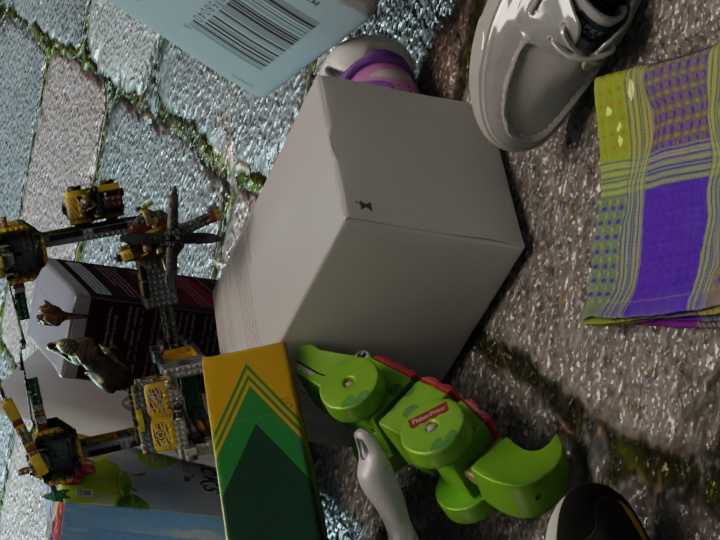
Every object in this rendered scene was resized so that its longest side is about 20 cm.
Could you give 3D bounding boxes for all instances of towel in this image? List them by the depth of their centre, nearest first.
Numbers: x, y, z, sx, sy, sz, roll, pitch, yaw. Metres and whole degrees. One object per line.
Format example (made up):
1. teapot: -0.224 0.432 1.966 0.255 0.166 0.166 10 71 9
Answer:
1. towel: 0.166 -0.043 1.099 0.200 0.023 0.145 175 101 -67

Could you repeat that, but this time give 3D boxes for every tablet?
1. tablet: -0.144 0.089 1.527 0.130 0.198 0.014 -51 -30 -62

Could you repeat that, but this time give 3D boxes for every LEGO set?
1. LEGO set: -0.158 0.048 1.373 0.116 0.152 0.202 -150 58 -77

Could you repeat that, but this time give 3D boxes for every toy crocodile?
1. toy crocodile: 0.035 0.086 1.244 0.062 0.068 0.199 -46 40 -17

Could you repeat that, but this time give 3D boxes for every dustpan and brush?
1. dustpan and brush: 0.031 0.184 1.229 0.139 0.057 0.201 -3 120 57

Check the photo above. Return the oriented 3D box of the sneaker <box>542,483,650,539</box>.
1. sneaker: 0.148 0.177 1.031 0.090 0.070 0.201 -42 44 36

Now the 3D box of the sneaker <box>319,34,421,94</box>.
1. sneaker: -0.005 -0.048 1.442 0.089 0.080 0.201 49 127 51

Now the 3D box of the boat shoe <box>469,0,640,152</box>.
1. boat shoe: 0.121 -0.147 1.192 0.201 0.072 0.069 -62 26 20

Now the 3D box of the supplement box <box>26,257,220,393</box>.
1. supplement box: -0.119 0.042 1.517 0.109 0.198 0.061 -146 65 -65

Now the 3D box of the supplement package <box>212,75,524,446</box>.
1. supplement package: 0.000 0.000 1.351 0.201 0.119 0.122 119 151 -42

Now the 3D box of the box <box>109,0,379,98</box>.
1. box: -0.075 -0.257 1.459 0.172 0.199 0.199 -63 15 -22

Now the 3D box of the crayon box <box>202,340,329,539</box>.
1. crayon box: -0.044 0.174 1.304 0.201 0.058 0.173 82 178 -46

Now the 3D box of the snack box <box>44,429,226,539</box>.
1. snack box: -0.132 0.144 1.520 0.200 0.167 0.068 -108 29 -63
